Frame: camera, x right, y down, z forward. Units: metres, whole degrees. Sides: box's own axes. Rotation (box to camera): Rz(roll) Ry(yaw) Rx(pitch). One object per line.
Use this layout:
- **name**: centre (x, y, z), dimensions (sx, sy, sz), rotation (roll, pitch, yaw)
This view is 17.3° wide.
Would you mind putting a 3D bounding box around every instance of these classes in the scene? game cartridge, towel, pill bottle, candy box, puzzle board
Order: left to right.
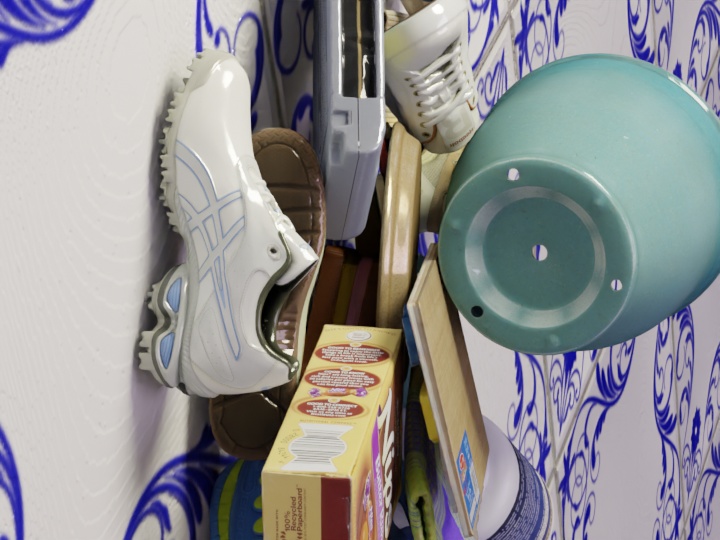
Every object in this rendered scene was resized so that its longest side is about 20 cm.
- **candy box**: centre (-0.014, 0.125, 1.404), dimensions (0.200, 0.056, 0.117), rotation (-71, 163, -65)
- **game cartridge**: centre (-0.009, -0.128, 1.480), dimensions (0.133, 0.040, 0.200), rotation (110, -19, -62)
- **towel**: centre (0.056, 0.148, 1.563), dimensions (0.200, 0.023, 0.144), rotation (-82, 158, -63)
- **puzzle board**: centre (0.055, 0.072, 1.523), dimensions (0.200, 0.017, 0.151), rotation (-61, 139, -77)
- **pill bottle**: centre (0.073, 0.165, 1.780), dimensions (0.200, 0.111, 0.111), rotation (49, 48, -65)

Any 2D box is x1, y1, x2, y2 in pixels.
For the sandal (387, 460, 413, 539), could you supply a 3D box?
- **sandal**: centre (0.020, 0.201, 1.604), dimensions (0.087, 0.079, 0.200), rotation (32, 43, -20)

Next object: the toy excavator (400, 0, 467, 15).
- **toy excavator**: centre (0.049, -0.222, 1.596), dimensions (0.194, 0.100, 0.200), rotation (48, -15, 53)

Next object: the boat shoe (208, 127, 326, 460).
- **boat shoe**: centre (-0.060, 0.012, 1.444), dimensions (0.076, 0.072, 0.200), rotation (-35, 134, -84)

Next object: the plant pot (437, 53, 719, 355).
- **plant pot**: centre (0.142, -0.030, 1.597), dimensions (0.188, 0.200, 0.200), rotation (-39, 131, -64)

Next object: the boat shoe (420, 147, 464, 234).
- **boat shoe**: centre (0.070, -0.062, 1.771), dimensions (0.201, 0.063, 0.073), rotation (-22, 127, -68)

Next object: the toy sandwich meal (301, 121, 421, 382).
- **toy sandwich meal**: centre (0.000, 0.000, 1.571), dimensions (0.205, 0.070, 0.206), rotation (4, 90, -87)

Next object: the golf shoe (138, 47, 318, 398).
- **golf shoe**: centre (-0.065, -0.026, 1.357), dimensions (0.078, 0.097, 0.200), rotation (5, 88, -69)

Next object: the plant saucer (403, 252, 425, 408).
- **plant saucer**: centre (0.044, 0.060, 1.745), dimensions (0.200, 0.019, 0.070), rotation (84, 18, -64)

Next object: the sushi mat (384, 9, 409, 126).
- **sushi mat**: centre (0.046, -0.143, 1.777), dimensions (0.200, 0.012, 0.096), rotation (-8, 101, -70)

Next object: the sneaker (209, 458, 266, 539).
- **sneaker**: centre (-0.064, 0.215, 1.454), dimensions (0.083, 0.071, 0.200), rotation (47, 47, -57)

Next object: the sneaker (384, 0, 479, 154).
- **sneaker**: centre (0.054, -0.127, 1.569), dimensions (0.085, 0.073, 0.200), rotation (56, -4, 6)
